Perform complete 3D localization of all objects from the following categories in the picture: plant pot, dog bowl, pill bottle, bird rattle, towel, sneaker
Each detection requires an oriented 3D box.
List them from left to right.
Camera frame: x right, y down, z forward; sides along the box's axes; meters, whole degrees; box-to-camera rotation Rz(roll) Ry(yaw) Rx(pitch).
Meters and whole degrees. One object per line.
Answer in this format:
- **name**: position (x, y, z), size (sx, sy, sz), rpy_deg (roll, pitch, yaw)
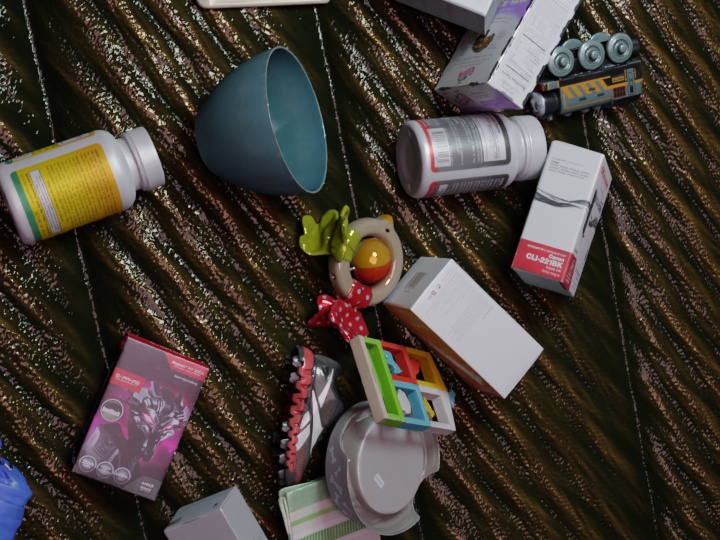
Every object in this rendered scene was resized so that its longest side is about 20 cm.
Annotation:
- **pill bottle**: position (-0.366, -0.118, 1.466), size (0.200, 0.113, 0.113), rpy_deg (-23, 99, -17)
- **plant pot**: position (-0.145, -0.189, 1.514), size (0.135, 0.200, 0.200), rpy_deg (-11, 97, 18)
- **sneaker**: position (-0.070, 0.213, 1.598), size (0.098, 0.071, 0.201), rpy_deg (10, 88, -18)
- **towel**: position (-0.039, 0.392, 1.618), size (0.152, 0.023, 0.200), rpy_deg (-14, 102, -29)
- **bird rattle**: position (0.000, 0.000, 1.604), size (0.163, 0.113, 0.200), rpy_deg (-22, 102, -33)
- **dog bowl**: position (0.029, 0.276, 1.602), size (0.200, 0.059, 0.200), rpy_deg (4, 85, -46)
- **pill bottle**: position (0.163, -0.172, 1.640), size (0.200, 0.114, 0.114), rpy_deg (-8, 94, -18)

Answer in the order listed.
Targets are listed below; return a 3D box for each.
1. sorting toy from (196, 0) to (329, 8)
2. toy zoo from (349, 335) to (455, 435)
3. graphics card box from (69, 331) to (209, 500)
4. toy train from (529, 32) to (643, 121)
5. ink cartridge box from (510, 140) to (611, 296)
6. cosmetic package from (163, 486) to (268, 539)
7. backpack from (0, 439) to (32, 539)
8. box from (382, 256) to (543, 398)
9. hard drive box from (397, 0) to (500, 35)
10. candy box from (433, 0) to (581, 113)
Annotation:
- **sorting toy**: position (-0.141, -0.467, 1.569), size (0.200, 0.036, 0.186), rpy_deg (-6, 94, -18)
- **toy zoo**: position (0.072, 0.169, 1.602), size (0.200, 0.020, 0.131), rpy_deg (17, 47, -49)
- **graphics card box**: position (-0.304, 0.200, 1.531), size (0.125, 0.051, 0.200), rpy_deg (25, 85, -18)
- **toy train**: position (0.344, -0.299, 1.717), size (0.200, 0.085, 0.114), rpy_deg (-16, 106, -17)
- **ink cartridge box**: position (0.303, -0.075, 1.666), size (0.084, 0.144, 0.200), rpy_deg (17, 85, 19)
- **cosmetic package**: position (-0.175, 0.411, 1.551), size (0.102, 0.074, 0.200), rpy_deg (-24, 100, 18)
- **backpack**: position (-0.515, 0.270, 1.405), size (0.200, 0.162, 0.168), rpy_deg (28, 80, -16)
- **box**: position (0.149, 0.082, 1.639), size (0.200, 0.124, 0.098), rpy_deg (43, 79, -14)
- **hard drive box**: position (0.118, -0.452, 1.593), size (0.200, 0.077, 0.156), rpy_deg (24, 84, 9)
- **candy box**: position (0.214, -0.332, 1.621), size (0.071, 0.168, 0.200), rpy_deg (32, 83, -23)
